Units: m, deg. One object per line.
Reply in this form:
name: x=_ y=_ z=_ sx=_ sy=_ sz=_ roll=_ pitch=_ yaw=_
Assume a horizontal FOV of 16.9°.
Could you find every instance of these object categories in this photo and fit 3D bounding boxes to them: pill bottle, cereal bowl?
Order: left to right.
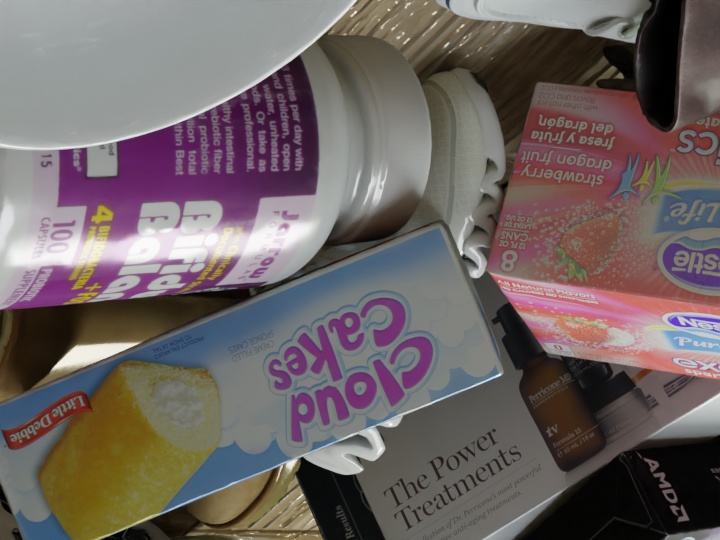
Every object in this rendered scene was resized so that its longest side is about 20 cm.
cereal bowl: x=-0.079 y=-0.135 z=0.773 sx=0.200 sy=0.083 sz=0.200 roll=-22 pitch=147 yaw=-15
pill bottle: x=-0.076 y=-0.046 z=0.918 sx=0.200 sy=0.112 sz=0.112 roll=-5 pitch=147 yaw=-35

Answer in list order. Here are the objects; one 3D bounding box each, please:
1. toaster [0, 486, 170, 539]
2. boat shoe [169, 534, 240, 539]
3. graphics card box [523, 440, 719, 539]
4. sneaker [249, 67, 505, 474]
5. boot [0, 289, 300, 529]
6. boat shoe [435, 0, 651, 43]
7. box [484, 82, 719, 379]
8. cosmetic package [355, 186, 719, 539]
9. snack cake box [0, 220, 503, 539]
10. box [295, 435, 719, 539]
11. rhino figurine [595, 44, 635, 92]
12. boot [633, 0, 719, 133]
toaster: x=-0.168 y=0.183 z=1.209 sx=0.200 sy=0.114 sz=0.129 roll=24 pitch=113 yaw=-35
boat shoe: x=-0.146 y=0.184 z=1.322 sx=0.200 sy=0.072 sz=0.062 roll=-16 pitch=146 yaw=-17
graphics card box: x=0.168 y=0.132 z=1.189 sx=0.200 sy=0.051 sz=0.125 roll=0 pitch=145 yaw=-42
sneaker: x=0.000 y=0.000 z=1.076 sx=0.081 sy=0.075 sz=0.200 roll=14 pitch=112 yaw=-29
boot: x=-0.112 y=0.062 z=1.141 sx=0.200 sy=0.066 sz=0.175 roll=-3 pitch=133 yaw=-39
boat shoe: x=0.126 y=-0.126 z=0.998 sx=0.200 sy=0.067 sz=0.074 roll=-14 pitch=151 yaw=-22
box: x=0.168 y=-0.010 z=1.043 sx=0.200 sy=0.095 sz=0.103 roll=8 pitch=161 yaw=24
cosmetic package: x=0.082 y=0.043 z=1.175 sx=0.200 sy=0.151 sz=0.052 roll=-34 pitch=151 yaw=15
snack cake box: x=-0.045 y=0.046 z=0.990 sx=0.200 sy=0.067 sz=0.115 roll=-23 pitch=179 yaw=3
box: x=0.077 y=0.089 z=1.255 sx=0.200 sy=0.149 sz=0.107 roll=-33 pitch=152 yaw=15
rhino figurine: x=0.180 y=-0.078 z=1.126 sx=0.200 sy=0.060 sz=0.087 roll=0 pitch=-173 yaw=-40
boot: x=0.192 y=-0.150 z=0.944 sx=0.166 sy=0.072 sz=0.200 roll=-11 pitch=123 yaw=-34
